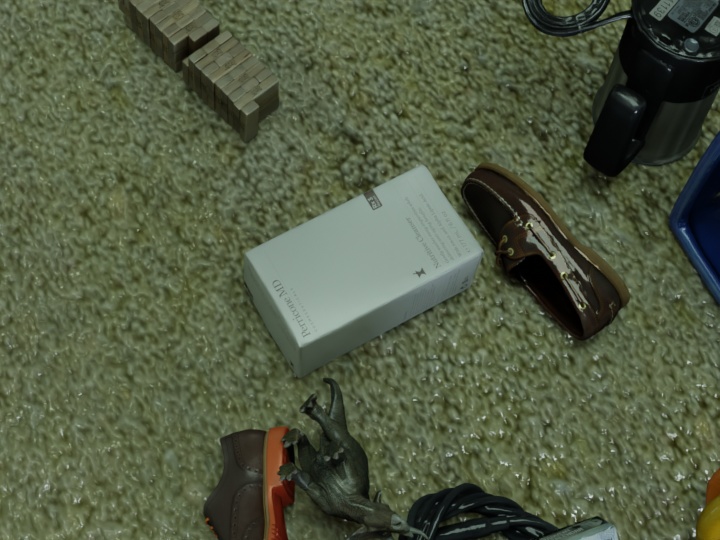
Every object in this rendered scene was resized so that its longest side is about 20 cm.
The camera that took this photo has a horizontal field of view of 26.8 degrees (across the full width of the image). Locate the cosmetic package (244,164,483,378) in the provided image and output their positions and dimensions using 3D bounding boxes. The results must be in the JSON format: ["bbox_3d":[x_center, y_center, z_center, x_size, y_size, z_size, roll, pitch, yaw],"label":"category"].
[{"bbox_3d":[0.000,0.000,1.417,0.199,0.081,0.113,-28,70,-18],"label":"cosmetic package"}]

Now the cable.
[{"bbox_3d":[0.119,0.279,1.311,0.199,0.051,0.164,27,57,5],"label":"cable"}]

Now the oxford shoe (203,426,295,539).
[{"bbox_3d":[-0.099,0.232,1.309,0.072,0.071,0.202,-2,55,9],"label":"oxford shoe"}]

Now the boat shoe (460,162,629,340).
[{"bbox_3d":[0.165,-0.019,1.444,0.070,0.071,0.200,-39,72,-25],"label":"boat shoe"}]

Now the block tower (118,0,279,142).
[{"bbox_3d":[-0.161,-0.222,1.531,0.058,0.054,0.200,-38,72,-19],"label":"block tower"}]

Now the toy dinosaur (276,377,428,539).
[{"bbox_3d":[-0.022,0.174,1.327,0.077,0.103,0.200,-34,33,3],"label":"toy dinosaur"}]

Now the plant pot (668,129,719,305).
[{"bbox_3d":[0.433,-0.048,1.413,0.178,0.200,0.201,-20,66,-20],"label":"plant pot"}]

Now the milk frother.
[{"bbox_3d":[0.254,-0.218,1.485,0.180,0.189,0.201,-30,69,-18],"label":"milk frother"}]

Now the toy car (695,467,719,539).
[{"bbox_3d":[0.389,0.228,1.307,0.198,0.176,0.150,20,27,7],"label":"toy car"}]

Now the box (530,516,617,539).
[{"bbox_3d":[0.161,0.319,1.232,0.136,0.040,0.202,-16,98,-14],"label":"box"}]
